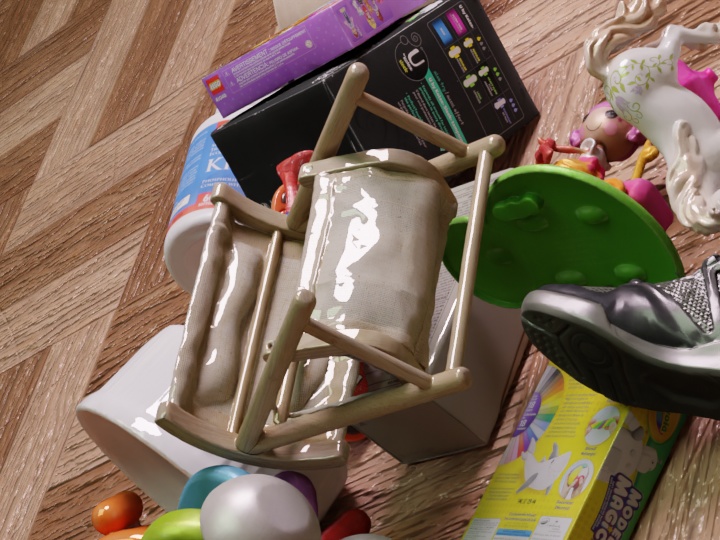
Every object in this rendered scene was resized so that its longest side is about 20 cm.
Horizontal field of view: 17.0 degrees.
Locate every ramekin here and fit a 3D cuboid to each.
[{"bbox_3d":[-0.104,0.131,1.776,0.098,0.201,0.200,-50,23,-16],"label":"ramekin"}]

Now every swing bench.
[{"bbox_3d":[-0.020,0.008,1.578,0.200,0.129,0.200,-38,32,48],"label":"swing bench"}]

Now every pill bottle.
[{"bbox_3d":[-0.105,-0.074,2.144,0.112,0.112,0.201,-34,31,33],"label":"pill bottle"}]

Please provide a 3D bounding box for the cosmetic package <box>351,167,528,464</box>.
[{"bbox_3d":[0.070,0.033,1.746,0.103,0.073,0.201,-18,41,52],"label":"cosmetic package"}]

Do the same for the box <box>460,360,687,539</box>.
[{"bbox_3d":[0.139,0.124,1.538,0.117,0.048,0.201,-4,54,58],"label":"box"}]

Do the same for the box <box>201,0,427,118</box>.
[{"bbox_3d":[-0.022,-0.192,1.910,0.137,0.039,0.200,-25,8,33],"label":"box"}]

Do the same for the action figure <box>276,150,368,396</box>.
[{"bbox_3d":[0.000,0.000,1.725,0.099,0.065,0.201,-24,57,25],"label":"action figure"}]

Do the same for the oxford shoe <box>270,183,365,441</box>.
[{"bbox_3d":[-0.042,0.033,1.831,0.072,0.071,0.201,-8,92,60],"label":"oxford shoe"}]

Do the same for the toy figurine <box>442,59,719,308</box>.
[{"bbox_3d":[0.172,-0.069,1.652,0.200,0.150,0.184,-9,36,47],"label":"toy figurine"}]

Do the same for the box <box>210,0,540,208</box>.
[{"bbox_3d":[0.014,-0.115,1.897,0.148,0.125,0.200,-21,12,46],"label":"box"}]

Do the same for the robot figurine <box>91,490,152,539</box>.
[{"bbox_3d":[-0.145,0.240,1.723,0.117,0.143,0.200,-62,-11,4],"label":"robot figurine"}]

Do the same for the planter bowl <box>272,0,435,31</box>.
[{"bbox_3d":[0.014,-0.244,2.109,0.134,0.201,0.201,-11,39,16],"label":"planter bowl"}]

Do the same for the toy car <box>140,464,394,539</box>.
[{"bbox_3d":[-0.051,0.201,1.587,0.175,0.199,0.150,-52,15,37],"label":"toy car"}]

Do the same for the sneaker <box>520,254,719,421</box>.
[{"bbox_3d":[0.201,0.027,1.473,0.199,0.076,0.114,10,52,31],"label":"sneaker"}]

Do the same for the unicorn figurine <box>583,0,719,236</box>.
[{"bbox_3d":[0.219,-0.092,1.547,0.137,0.200,0.074,-33,-31,-34],"label":"unicorn figurine"}]
